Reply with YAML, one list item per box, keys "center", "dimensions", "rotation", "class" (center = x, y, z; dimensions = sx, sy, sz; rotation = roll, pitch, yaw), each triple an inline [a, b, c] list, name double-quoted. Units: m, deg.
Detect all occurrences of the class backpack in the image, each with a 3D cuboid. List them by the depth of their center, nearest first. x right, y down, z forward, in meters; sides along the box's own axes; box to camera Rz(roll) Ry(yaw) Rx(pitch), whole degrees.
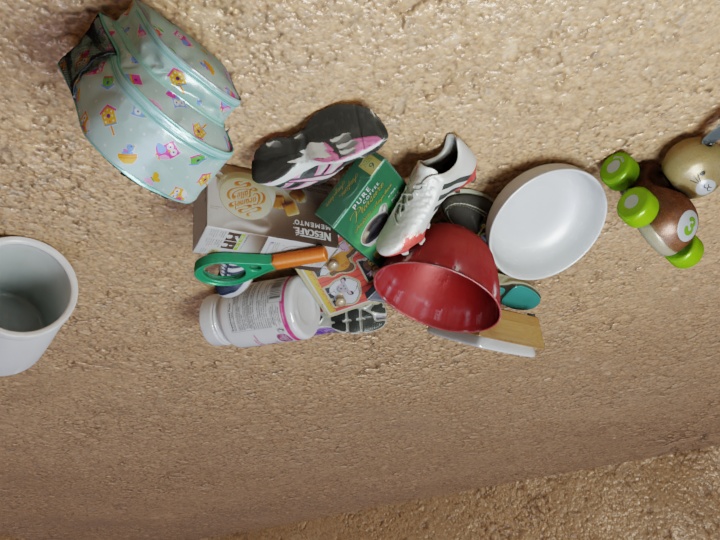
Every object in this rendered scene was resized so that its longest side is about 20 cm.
- center: [-0.220, -0.180, 0.838]
  dimensions: [0.153, 0.201, 0.175]
  rotation: [-37, 139, 18]
  class: "backpack"

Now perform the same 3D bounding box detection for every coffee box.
- center: [-0.139, -0.076, 1.122]
  dimensions: [0.198, 0.116, 0.080]
  rotation: [10, 148, -24]
  class: "coffee box"
- center: [0.022, -0.085, 1.123]
  dimensions: [0.123, 0.044, 0.200]
  rotation: [-53, 151, 1]
  class: "coffee box"

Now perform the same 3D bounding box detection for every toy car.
- center: [0.487, -0.131, 1.117]
  dimensions: [0.164, 0.159, 0.200]
  rotation: [31, 124, -32]
  class: "toy car"

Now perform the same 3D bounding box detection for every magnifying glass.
- center: [-0.145, -0.010, 1.105]
  dimensions: [0.197, 0.023, 0.080]
  rotation: [-7, 154, 11]
  class: "magnifying glass"

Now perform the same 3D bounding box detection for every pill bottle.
- center: [-0.182, 0.077, 1.373]
  dimensions: [0.198, 0.115, 0.113]
  rotation: [-9, 152, 25]
  class: "pill bottle"

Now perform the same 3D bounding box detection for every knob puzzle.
- center: [0.000, 0.000, 1.315]
  dimensions: [0.217, 0.031, 0.221]
  rotation: [-5, 133, -6]
  class: "knob puzzle"

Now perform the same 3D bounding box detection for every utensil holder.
- center: [-0.569, 0.064, 1.244]
  dimensions: [0.168, 0.172, 0.200]
  rotation: [13, 149, -29]
  class: "utensil holder"

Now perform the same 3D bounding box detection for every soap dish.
- center: [0.233, 0.103, 1.460]
  dimensions: [0.156, 0.082, 0.199]
  rotation: [12, 180, -28]
  class: "soap dish"

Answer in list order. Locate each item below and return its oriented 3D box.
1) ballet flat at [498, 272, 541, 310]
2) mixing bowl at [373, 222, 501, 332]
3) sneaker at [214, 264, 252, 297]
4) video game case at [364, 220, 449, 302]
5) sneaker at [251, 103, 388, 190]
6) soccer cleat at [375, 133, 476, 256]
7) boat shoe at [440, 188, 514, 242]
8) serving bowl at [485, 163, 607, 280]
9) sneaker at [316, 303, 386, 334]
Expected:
- center: [0.260, 0.025, 1.422]
  dimensions: [0.199, 0.070, 0.069]
  rotation: [13, 146, -39]
  class: "ballet flat"
- center: [0.129, 0.000, 1.163]
  dimensions: [0.198, 0.109, 0.201]
  rotation: [17, 153, 9]
  class: "mixing bowl"
- center: [-0.212, -0.026, 1.229]
  dimensions: [0.108, 0.071, 0.200]
  rotation: [6, 143, -41]
  class: "sneaker"
- center: [0.119, -0.005, 1.326]
  dimensions: [0.142, 0.019, 0.200]
  rotation: [11, 134, -43]
  class: "video game case"
- center: [-0.048, -0.162, 1.045]
  dimensions: [0.198, 0.081, 0.086]
  rotation: [-12, 164, 26]
  class: "sneaker"
- center: [0.086, -0.107, 1.083]
  dimensions: [0.200, 0.069, 0.085]
  rotation: [-46, 136, -8]
  class: "soccer cleat"
- center: [0.203, -0.071, 1.242]
  dimensions: [0.200, 0.061, 0.071]
  rotation: [23, 139, -40]
  class: "boat shoe"
- center: [0.280, -0.085, 1.195]
  dimensions: [0.198, 0.066, 0.202]
  rotation: [-10, 129, -13]
  class: "serving bowl"
- center: [-0.047, 0.084, 1.441]
  dimensions: [0.197, 0.082, 0.083]
  rotation: [-2, 168, 11]
  class: "sneaker"
